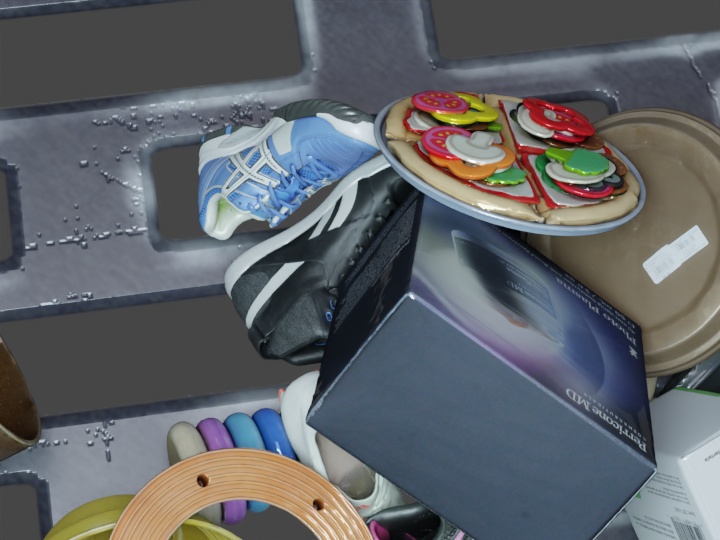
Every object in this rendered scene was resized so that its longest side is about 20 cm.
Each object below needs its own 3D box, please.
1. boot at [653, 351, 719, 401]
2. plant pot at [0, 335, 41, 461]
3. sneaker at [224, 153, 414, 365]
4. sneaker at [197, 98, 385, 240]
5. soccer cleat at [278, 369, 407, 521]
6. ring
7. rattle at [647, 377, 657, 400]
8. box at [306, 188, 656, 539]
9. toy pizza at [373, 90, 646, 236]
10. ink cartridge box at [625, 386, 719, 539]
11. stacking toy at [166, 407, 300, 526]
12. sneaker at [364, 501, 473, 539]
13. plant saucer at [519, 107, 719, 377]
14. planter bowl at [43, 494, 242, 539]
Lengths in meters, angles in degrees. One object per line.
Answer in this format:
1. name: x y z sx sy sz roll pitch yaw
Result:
1. boot: 0.343 0.125 1.327 0.165 0.066 0.200 -43 86 -13
2. plant pot: -0.361 0.100 1.219 0.199 0.187 0.188 -34 79 2
3. sneaker: 0.000 0.000 1.291 0.199 0.073 0.113 -35 59 11
4. sneaker: -0.052 -0.074 1.288 0.075 0.199 0.078 23 65 -34
5. soccer cleat: -0.004 0.159 1.224 0.069 0.201 0.078 -31 35 -11
6. ring: -0.075 0.216 1.120 0.198 0.019 0.203 7 67 -18
7. rattle: 0.218 0.065 1.345 0.129 0.142 0.203 1 87 29
8. box: 0.085 0.068 1.149 0.199 0.199 0.124 35 114 -10
9. toy pizza: 0.107 -0.087 1.202 0.198 0.032 0.201 12 29 -6
10. ink cartridge box: 0.265 0.195 1.223 0.083 0.145 0.202 -27 98 -14
11. stacking toy: -0.041 0.130 1.283 0.198 0.085 0.086 -16 76 -17
12. sneaker: 0.019 0.210 1.205 0.200 0.081 0.086 -44 124 13
13. plant saucer: 0.205 -0.023 1.266 0.198 0.029 0.203 -4 82 28
14. planter bowl: -0.169 0.221 1.213 0.198 0.202 0.084 -16 40 -10
